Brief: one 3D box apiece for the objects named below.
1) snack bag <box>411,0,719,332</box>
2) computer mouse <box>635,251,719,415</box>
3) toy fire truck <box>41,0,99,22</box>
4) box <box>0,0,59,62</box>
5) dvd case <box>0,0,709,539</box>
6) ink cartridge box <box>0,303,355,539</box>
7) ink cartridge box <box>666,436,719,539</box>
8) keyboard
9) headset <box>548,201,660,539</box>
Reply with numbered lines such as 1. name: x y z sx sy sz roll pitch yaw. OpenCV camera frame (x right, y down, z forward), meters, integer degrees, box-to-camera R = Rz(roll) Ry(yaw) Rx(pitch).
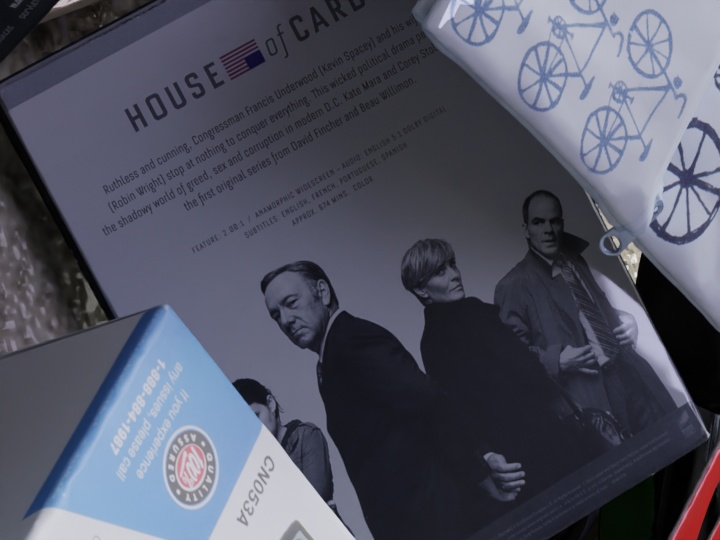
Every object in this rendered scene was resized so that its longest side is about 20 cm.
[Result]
1. snack bag: 0.116 -0.088 0.667 0.200 0.021 0.189 43 71 -38
2. computer mouse: 0.133 0.014 0.803 0.200 0.052 0.139 40 67 -65
3. toy fire truck: -0.072 -0.137 0.674 0.199 0.049 0.142 -9 75 -36
4. box: -0.150 -0.143 0.521 0.199 0.106 0.123 18 59 -28
5. dvd case: 0.000 0.000 0.688 0.150 0.025 0.201 -29 97 -12
6. ink cartridge box: -0.048 0.135 0.597 0.200 0.083 0.146 53 39 -25
7. ink cartridge box: 0.145 0.111 0.778 0.201 0.044 0.176 -59 154 -18
8. keyboard: 0.136 0.082 0.894 0.201 0.020 0.128 -72 150 -42
9. headset: 0.074 0.043 0.793 0.201 0.093 0.124 61 35 -34
